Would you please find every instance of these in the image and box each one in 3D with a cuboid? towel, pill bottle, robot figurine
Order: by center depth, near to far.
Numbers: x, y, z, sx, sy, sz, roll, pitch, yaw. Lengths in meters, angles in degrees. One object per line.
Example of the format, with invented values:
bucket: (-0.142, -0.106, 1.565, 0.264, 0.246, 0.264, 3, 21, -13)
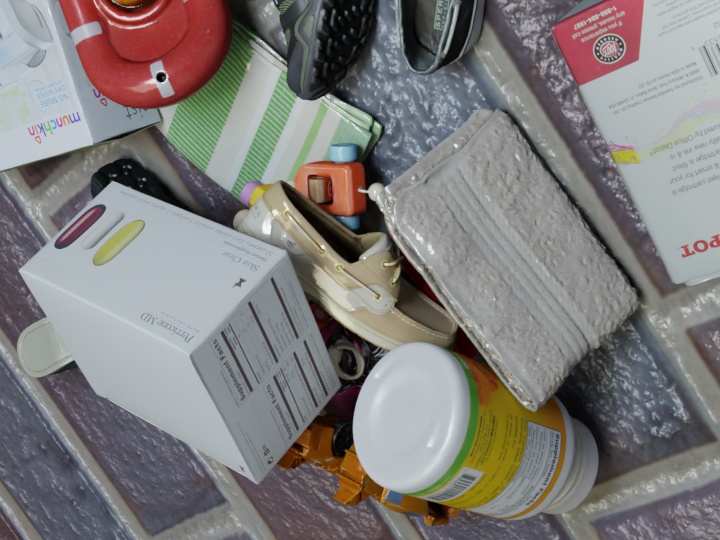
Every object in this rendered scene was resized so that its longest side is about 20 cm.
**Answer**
towel: (0.113, -0.013, 0.947, 0.201, 0.132, 0.034, 51, 160, -4)
pill bottle: (0.098, 0.133, 0.991, 0.110, 0.199, 0.113, -21, 59, 39)
robot figurine: (0.020, 0.170, 1.075, 0.144, 0.199, 0.059, 24, 88, 38)
towel: (-0.089, -0.125, 1.081, 0.199, 0.023, 0.153, 37, 130, 8)

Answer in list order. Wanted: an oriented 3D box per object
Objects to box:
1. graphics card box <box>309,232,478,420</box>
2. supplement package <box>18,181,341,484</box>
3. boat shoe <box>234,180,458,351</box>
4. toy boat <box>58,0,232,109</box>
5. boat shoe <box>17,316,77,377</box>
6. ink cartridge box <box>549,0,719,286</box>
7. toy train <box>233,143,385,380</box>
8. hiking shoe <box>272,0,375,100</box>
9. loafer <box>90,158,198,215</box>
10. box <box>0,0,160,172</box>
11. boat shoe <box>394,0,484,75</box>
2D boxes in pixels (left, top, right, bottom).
graphics card box: (0.002, 0.054, 1.104, 0.199, 0.051, 0.126, -29, 97, 41)
supplement package: (-0.138, 0.045, 0.983, 0.198, 0.111, 0.157, 21, 147, 36)
boat shoe: (0.000, 0.000, 0.981, 0.199, 0.074, 0.070, 30, 112, -13)
toy boat: (-0.180, -0.226, 0.975, 0.129, 0.131, 0.202, -21, 90, 5)
boat shoe: (-0.257, 0.059, 1.263, 0.199, 0.062, 0.076, -26, 84, 31)
ink cartridge box: (0.240, -0.110, 0.838, 0.145, 0.083, 0.202, -20, 104, 38)
toy train: (-0.052, -0.006, 1.049, 0.149, 0.055, 0.203, 12, 108, 37)
hiking shoe: (-0.045, -0.234, 0.967, 0.100, 0.075, 0.203, 21, 117, 31)
loafer: (-0.176, -0.024, 1.150, 0.200, 0.068, 0.071, 42, 150, 29)
box: (-0.297, -0.186, 1.121, 0.198, 0.096, 0.179, -8, 102, 36)
boat shoe: (0.053, -0.238, 0.895, 0.073, 0.068, 0.201, 21, 125, 21)
